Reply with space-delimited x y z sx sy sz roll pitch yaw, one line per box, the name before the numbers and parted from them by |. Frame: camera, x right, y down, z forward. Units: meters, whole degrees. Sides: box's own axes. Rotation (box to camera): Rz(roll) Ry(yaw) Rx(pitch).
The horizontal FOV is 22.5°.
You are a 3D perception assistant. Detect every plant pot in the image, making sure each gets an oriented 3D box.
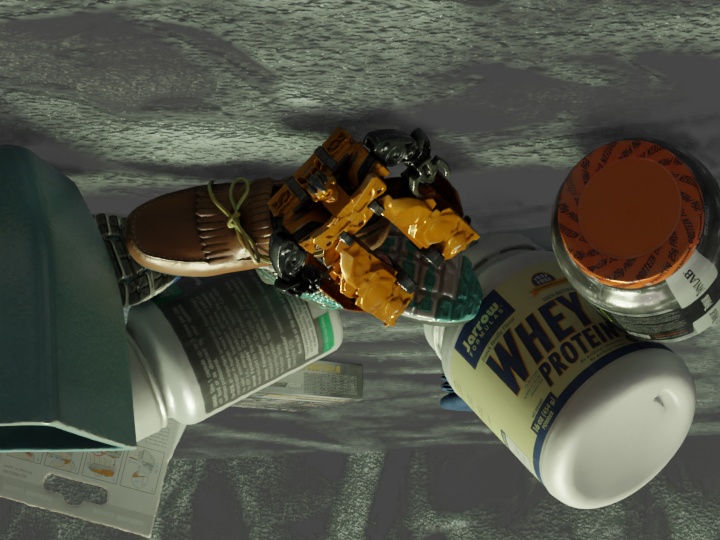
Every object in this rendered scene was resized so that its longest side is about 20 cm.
plant pot | -0.275 0.021 1.284 0.194 0.202 0.196 -2 170 10

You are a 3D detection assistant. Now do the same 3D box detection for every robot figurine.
robot figurine | 0.005 -0.032 1.266 0.145 0.058 0.200 -46 149 4

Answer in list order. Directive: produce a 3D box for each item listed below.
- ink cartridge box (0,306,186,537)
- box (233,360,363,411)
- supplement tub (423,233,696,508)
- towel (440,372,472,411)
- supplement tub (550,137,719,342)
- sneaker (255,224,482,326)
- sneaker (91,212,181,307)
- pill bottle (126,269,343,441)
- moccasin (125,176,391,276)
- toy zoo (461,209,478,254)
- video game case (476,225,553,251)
ink cartridge box | -0.225 0.117 1.596 0.159 0.202 0.050 12 178 14
box | -0.120 0.146 2.338 0.198 0.049 0.158 7 166 -34
supplement tub | 0.154 0.076 1.442 0.144 0.146 0.200 10 -154 -44
towel | 0.206 0.153 2.388 0.111 0.049 0.199 10 164 -43
supplement tub | 0.202 -0.021 1.280 0.121 0.124 0.200 -3 169 15
sneaker | 0.000 0.000 1.430 0.198 0.078 0.091 19 160 6
sneaker | -0.207 -0.012 1.517 0.199 0.079 0.090 -6 -173 43
pill bottle | -0.124 0.057 1.508 0.199 0.114 0.113 -27 178 -19
moccasin | -0.073 -0.034 1.337 0.199 0.074 0.078 1 167 -11
toy zoo | 0.034 -0.016 1.510 0.130 0.021 0.200 -1 159 15
video game case | 0.119 -0.005 1.630 0.198 0.024 0.182 -5 167 28
